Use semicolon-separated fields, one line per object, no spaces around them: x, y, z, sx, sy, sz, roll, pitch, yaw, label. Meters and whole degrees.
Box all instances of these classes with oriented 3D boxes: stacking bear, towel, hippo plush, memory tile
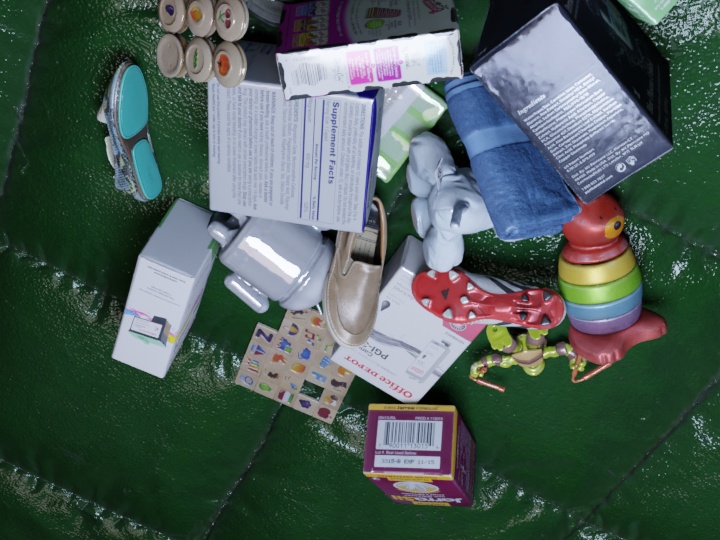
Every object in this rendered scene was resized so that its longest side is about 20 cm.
0.299;-0.006;1.343;0.113;0.121;0.202;26;136;57;stacking bear
0.170;-0.136;1.221;0.048;0.111;0.202;-38;67;55;towel
0.151;-0.102;1.304;0.159;0.161;0.200;-11;162;-9;hippo plush
-0.175;-0.309;1.185;0.152;0.017;0.202;19;111;41;memory tile
-0.010;-0.209;1.325;0.199;0.031;0.149;34;128;-10;towel

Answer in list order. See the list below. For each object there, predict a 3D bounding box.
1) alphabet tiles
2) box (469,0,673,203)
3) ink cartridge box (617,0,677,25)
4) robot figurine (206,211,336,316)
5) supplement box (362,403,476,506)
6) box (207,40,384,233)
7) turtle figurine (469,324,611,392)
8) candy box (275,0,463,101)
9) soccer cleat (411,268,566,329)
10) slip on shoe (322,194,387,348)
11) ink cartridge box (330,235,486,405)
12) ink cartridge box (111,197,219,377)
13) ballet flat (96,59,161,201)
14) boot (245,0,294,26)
-0.088;0.134;1.613;0.166;0.008;0.201;24;128;-2;alphabet tiles
0.231;-0.216;1.147;0.117;0.197;0.200;-34;111;32;box
0.266;-0.369;1.072;0.200;0.088;0.145;39;106;-11;ink cartridge box
-0.110;-0.024;1.434;0.199;0.113;0.170;36;106;-13;robot figurine
0.089;0.269;1.551;0.129;0.104;0.200;-2;156;16;supplement box
-0.077;-0.162;1.294;0.198;0.105;0.185;9;126;6;box
0.235;0.105;1.452;0.198;0.065;0.161;-5;153;16;turtle figurine
0.010;-0.256;1.195;0.198;0.137;0.061;-7;126;5;candy box
0.163;0.039;1.362;0.198;0.085;0.069;8;87;16;soccer cleat
0.000;0.000;1.384;0.075;0.202;0.060;12;174;-21;slip on shoe
0.071;0.074;1.474;0.146;0.083;0.200;31;125;-9;ink cartridge box
-0.266;0.026;1.493;0.083;0.145;0.201;23;128;-2;ink cartridge box
-0.312;-0.182;1.407;0.073;0.074;0.202;5;123;11;ballet flat
-0.140;-0.374;1.221;0.200;0.068;0.130;40;131;-13;boot
